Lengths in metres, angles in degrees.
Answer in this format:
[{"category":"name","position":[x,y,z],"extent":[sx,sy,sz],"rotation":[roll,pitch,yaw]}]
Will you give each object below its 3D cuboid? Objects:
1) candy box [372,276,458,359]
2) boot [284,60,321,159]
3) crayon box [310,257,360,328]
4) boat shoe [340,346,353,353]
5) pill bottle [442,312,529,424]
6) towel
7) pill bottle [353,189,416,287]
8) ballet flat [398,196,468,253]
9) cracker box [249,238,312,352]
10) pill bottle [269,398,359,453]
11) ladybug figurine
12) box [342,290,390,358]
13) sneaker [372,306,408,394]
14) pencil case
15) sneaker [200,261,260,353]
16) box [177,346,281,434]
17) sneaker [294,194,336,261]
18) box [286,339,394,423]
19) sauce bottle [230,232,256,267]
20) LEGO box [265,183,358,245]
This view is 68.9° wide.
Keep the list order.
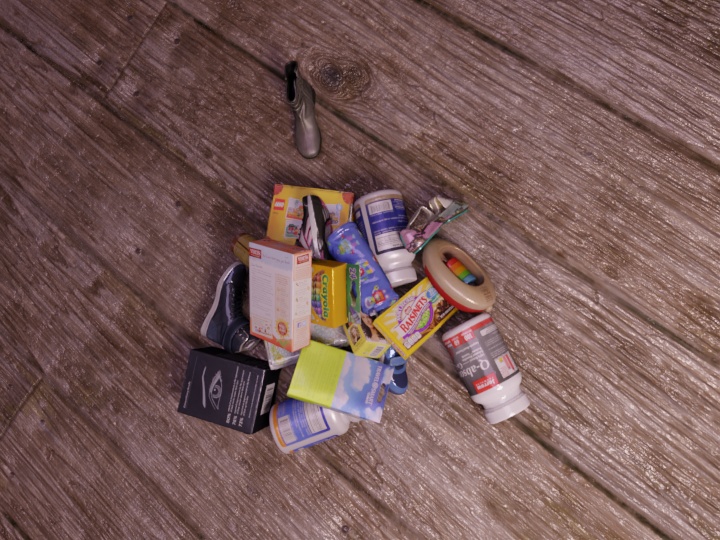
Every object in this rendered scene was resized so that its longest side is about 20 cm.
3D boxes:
[{"category":"candy box","position":[0.127,0.091,1.120],"extent":[0.102,0.027,0.199],"rotation":[44,58,15]},{"category":"boot","position":[-0.147,-0.377,1.242],"extent":[0.066,0.131,0.204],"rotation":[-8,81,12]},{"category":"crayon box","position":[-0.093,0.042,1.085],"extent":[0.197,0.051,0.128],"rotation":[8,106,34]},{"category":"boat shoe","position":[-0.079,0.197,1.192],"extent":[0.198,0.061,0.073],"rotation":[16,86,14]},{"category":"pill bottle","position":[0.261,0.201,1.085],"extent":[0.115,0.116,0.202],"rotation":[-28,78,8]},{"category":"towel","position":[-0.130,0.116,1.181],"extent":[0.197,0.048,0.173],"rotation":[-18,63,-4]},{"category":"pill bottle","position":[0.058,-0.066,1.165],"extent":[0.114,0.116,0.204],"rotation":[-14,81,11]},{"category":"ballet flat","position":[0.157,-0.114,1.130],"extent":[0.199,0.069,0.072],"rotation":[-38,94,-27]},{"category":"cracker box","position":[-0.164,0.047,1.066],"extent":[0.132,0.057,0.204],"rotation":[16,111,37]},{"category":"pill bottle","position":[-0.091,0.317,1.155],"extent":[0.197,0.112,0.114],"rotation":[-22,79,9]},{"category":"ladybug figurine","position":[0.205,0.018,1.123],"extent":[0.201,0.134,0.072],"rotation":[52,134,25]},{"category":"box","position":[-0.007,0.091,1.134],"extent":[0.050,0.074,0.202],"rotation":[-50,46,28]},{"category":"sneaker","position":[0.070,0.168,1.142],"extent":[0.082,0.073,0.204],"rotation":[-23,79,43]},{"category":"pencil case","position":[0.000,0.000,1.094],"extent":[0.086,0.078,0.202],"rotation":[-32,75,10]},{"category":"sneaker","position":[-0.281,0.095,1.236],"extent":[0.145,0.077,0.205],"rotation":[27,99,26]},{"category":"box","position":[-0.300,0.271,1.210],"extent":[0.196,0.104,0.151],"rotation":[13,89,15]},{"category":"sneaker","position":[-0.113,-0.067,1.146],"extent":[0.085,0.080,0.204],"rotation":[-13,77,22]},{"category":"box","position":[-0.040,0.229,1.086],"extent":[0.197,0.048,0.124],"rotation":[17,74,2]},{"category":"sauce bottle","position":[-0.226,-0.016,1.226],"extent":[0.199,0.066,0.066],"rotation":[38,93,32]},{"category":"LEGO box","position":[-0.113,-0.111,1.229],"extent":[0.196,0.077,0.152],"rotation":[9,85,14]}]
